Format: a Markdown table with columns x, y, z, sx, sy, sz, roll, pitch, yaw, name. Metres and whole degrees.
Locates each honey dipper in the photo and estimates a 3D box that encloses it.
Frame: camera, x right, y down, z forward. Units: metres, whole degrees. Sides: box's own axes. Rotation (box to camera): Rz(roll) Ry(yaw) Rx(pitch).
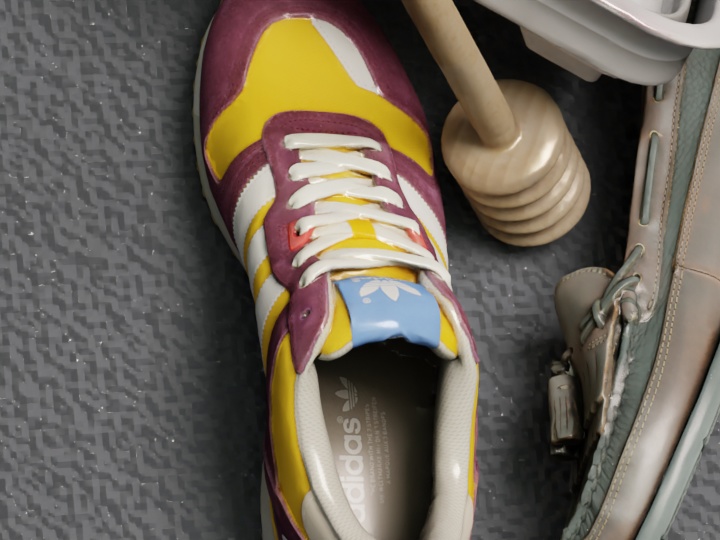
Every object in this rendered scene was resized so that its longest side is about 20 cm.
| x | y | z | sx | sy | sz | roll | pitch | yaw | name |
| --- | --- | --- | --- | --- | --- | --- | --- | --- | --- |
| 0.028 | -0.060 | 0.774 | 0.038 | 0.200 | 0.038 | -6 | 67 | 13 | honey dipper |

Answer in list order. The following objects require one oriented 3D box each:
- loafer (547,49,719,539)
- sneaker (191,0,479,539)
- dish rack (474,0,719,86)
| x | y | z | sx | sy | sz | roll | pitch | yaw | name |
| --- | --- | --- | --- | --- | --- | --- | --- | --- | --- |
| 0.085 | 0.005 | 0.841 | 0.063 | 0.072 | 0.200 | 23 | 64 | 0 | loafer |
| 0.000 | 0.000 | 0.805 | 0.075 | 0.090 | 0.201 | -8 | 79 | -15 | sneaker |
| 0.024 | -0.132 | 0.835 | 0.200 | 0.044 | 0.172 | 28 | 33 | -6 | dish rack |
